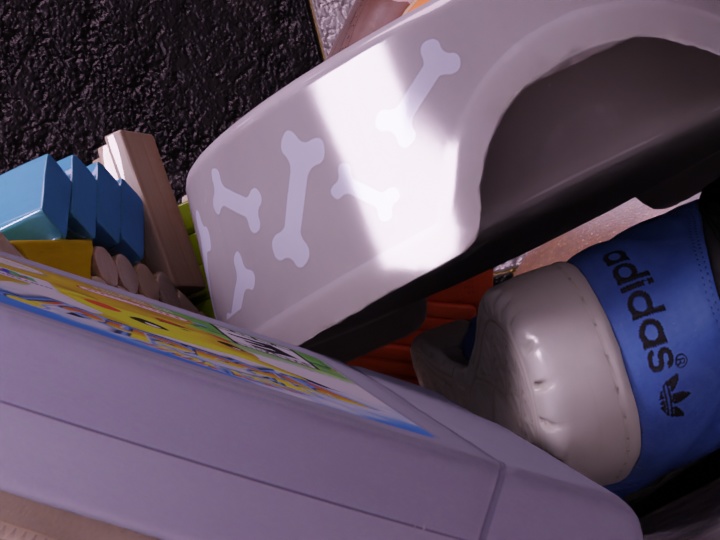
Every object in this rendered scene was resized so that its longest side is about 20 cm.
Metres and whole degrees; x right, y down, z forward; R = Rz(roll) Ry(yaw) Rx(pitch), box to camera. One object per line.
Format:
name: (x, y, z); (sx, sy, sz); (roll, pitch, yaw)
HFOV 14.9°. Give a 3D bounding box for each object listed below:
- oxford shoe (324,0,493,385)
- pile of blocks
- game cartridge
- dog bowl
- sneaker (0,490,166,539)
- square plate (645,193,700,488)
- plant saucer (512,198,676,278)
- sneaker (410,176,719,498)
oxford shoe: (0.000, 0.000, 0.850); (0.071, 0.201, 0.073); (15, 13, -34)
pile of blocks: (-0.080, 0.010, 0.730); (0.062, 0.082, 0.200); (-23, -12, 18)
game cartridge: (-0.045, 0.028, 0.570); (0.199, 0.041, 0.133); (18, 6, -17)
dog bowl: (0.044, -0.036, 0.709); (0.200, 0.059, 0.200); (-26, -6, -3)
sneaker: (-0.110, 0.073, 0.559); (0.199, 0.071, 0.076); (13, 58, 32)
square plate: (0.150, -0.056, 0.813); (0.198, 0.028, 0.200); (-47, 15, 38)
plant saucer: (0.152, -0.018, 1.074); (0.200, 0.037, 0.200); (-9, -3, 0)
sneaker: (0.081, 0.026, 0.747); (0.111, 0.077, 0.200); (-18, -11, -9)
